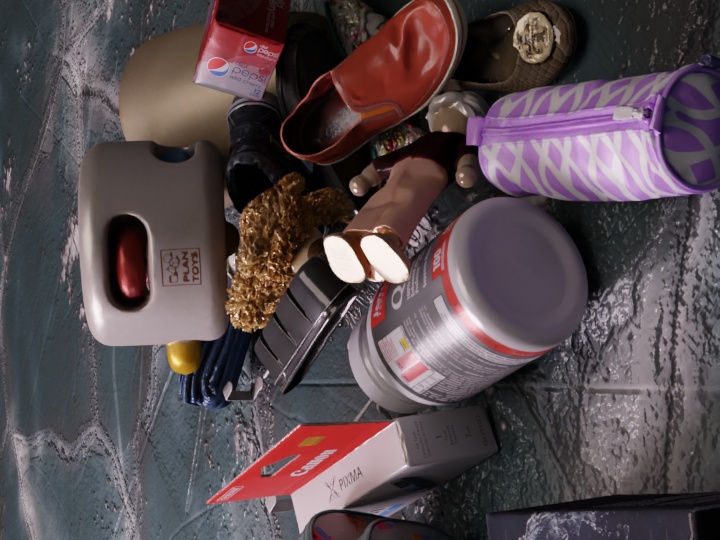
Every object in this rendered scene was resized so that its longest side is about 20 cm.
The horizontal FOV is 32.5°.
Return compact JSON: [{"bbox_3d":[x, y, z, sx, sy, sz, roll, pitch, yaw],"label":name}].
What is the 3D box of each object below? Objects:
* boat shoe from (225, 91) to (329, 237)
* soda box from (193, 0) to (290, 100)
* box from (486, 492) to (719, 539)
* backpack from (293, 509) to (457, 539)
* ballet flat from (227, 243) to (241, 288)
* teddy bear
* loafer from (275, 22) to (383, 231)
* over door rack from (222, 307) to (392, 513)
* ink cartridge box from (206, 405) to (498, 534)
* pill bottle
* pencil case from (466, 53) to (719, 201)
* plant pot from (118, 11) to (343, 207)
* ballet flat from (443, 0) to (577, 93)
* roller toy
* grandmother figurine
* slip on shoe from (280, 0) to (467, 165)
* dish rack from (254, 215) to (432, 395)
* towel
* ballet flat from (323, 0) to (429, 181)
[{"bbox_3d":[-0.080,-0.066,1.151,0.201,0.070,0.092,66,-159,-48],"label":"boat shoe"},{"bbox_3d":[-0.097,-0.240,1.087,0.201,0.063,0.070,-87,20,-45],"label":"soda box"},{"bbox_3d":[0.186,0.240,0.756,0.199,0.116,0.199,-20,73,59],"label":"box"},{"bbox_3d":[0.017,0.282,0.988,0.154,0.175,0.200,-58,44,19],"label":"backpack"},{"bbox_3d":[-0.100,0.007,1.279,0.200,0.072,0.074,47,129,43],"label":"ballet flat"},{"bbox_3d":[-0.062,-0.007,1.073,0.067,0.144,0.201,48,148,14],"label":"teddy bear"},{"bbox_3d":[-0.017,-0.124,1.103,0.072,0.073,0.202,19,137,51],"label":"loafer"},{"bbox_3d":[-0.031,0.108,1.153,0.200,0.066,0.149,-47,48,22],"label":"over door rack"},{"bbox_3d":[-0.011,0.173,1.028,0.200,0.174,0.045,-44,56,51],"label":"ink cartridge box"},{"bbox_3d":[0.073,0.036,0.942,0.200,0.115,0.117,-41,55,54],"label":"pill bottle"},{"bbox_3d":[0.161,-0.088,0.827,0.199,0.085,0.085,0,88,60],"label":"pencil case"},{"bbox_3d":[-0.104,-0.173,1.212,0.199,0.186,0.190,-15,77,43],"label":"plant pot"},{"bbox_3d":[0.095,-0.173,0.974,0.199,0.046,0.068,8,98,59],"label":"ballet flat"},{"bbox_3d":[-0.179,-0.024,1.127,0.183,0.138,0.202,97,169,-60],"label":"roller toy"},{"bbox_3d":[0.045,-0.070,0.946,0.120,0.200,0.061,8,134,33],"label":"grandmother figurine"},{"bbox_3d":[0.009,-0.150,0.996,0.199,0.061,0.075,-36,78,34],"label":"slip on shoe"},{"bbox_3d":[0.000,0.000,1.022,0.055,0.200,0.154,44,143,7],"label":"dish rack"},{"bbox_3d":[-0.151,0.088,1.291,0.200,0.048,0.113,100,-172,-82],"label":"towel"},{"bbox_3d":[0.025,-0.170,1.091,0.063,0.075,0.202,-27,68,22],"label":"ballet flat"}]
